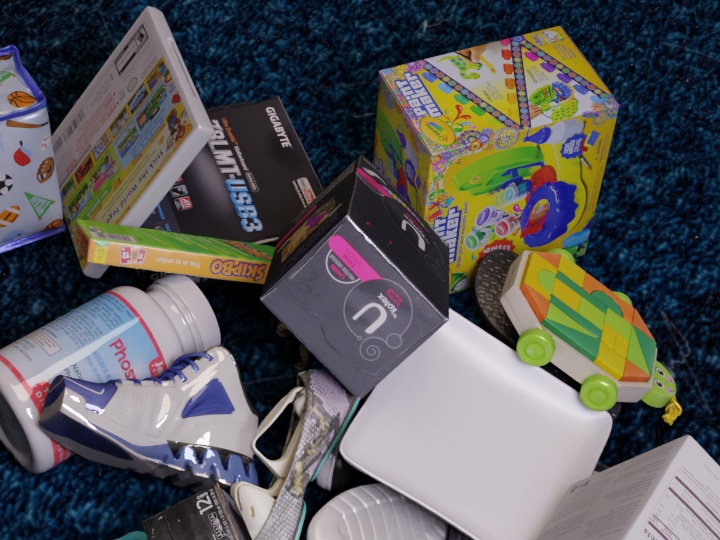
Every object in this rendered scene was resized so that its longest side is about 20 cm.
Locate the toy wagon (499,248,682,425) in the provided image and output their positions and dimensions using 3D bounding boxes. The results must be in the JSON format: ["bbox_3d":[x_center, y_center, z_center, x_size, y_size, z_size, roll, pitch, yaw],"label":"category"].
[{"bbox_3d":[0.214,0.062,1.435,0.199,0.040,0.155,35,33,-6],"label":"toy wagon"}]

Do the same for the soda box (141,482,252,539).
[{"bbox_3d":[-0.094,0.270,1.222,0.070,0.063,0.201,-27,67,1],"label":"soda box"}]

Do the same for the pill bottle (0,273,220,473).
[{"bbox_3d":[-0.224,0.082,1.396,0.199,0.109,0.109,-31,56,-27],"label":"pill bottle"}]

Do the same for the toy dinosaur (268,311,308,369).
[{"bbox_3d":[-0.031,0.034,1.503,0.100,0.058,0.201,12,53,-13],"label":"toy dinosaur"}]

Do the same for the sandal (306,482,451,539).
[{"bbox_3d":[0.041,0.213,1.339,0.202,0.050,0.083,-14,61,-34],"label":"sandal"}]

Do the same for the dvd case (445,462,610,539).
[{"bbox_3d":[0.141,0.228,1.328,0.148,0.016,0.201,18,48,-9],"label":"dvd case"}]

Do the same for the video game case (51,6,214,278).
[{"bbox_3d":[-0.227,-0.123,1.543,0.023,0.200,0.183,18,34,-41],"label":"video game case"}]

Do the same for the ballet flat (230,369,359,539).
[{"bbox_3d":[-0.067,0.171,1.311,0.072,0.072,0.201,20,78,14],"label":"ballet flat"}]

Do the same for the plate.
[{"bbox_3d":[0.097,0.142,1.341,0.199,0.032,0.200,32,46,0],"label":"plate"}]

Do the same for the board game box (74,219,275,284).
[{"bbox_3d":[-0.153,-0.015,1.450,0.198,0.030,0.096,5,10,-18],"label":"board game box"}]

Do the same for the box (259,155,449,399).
[{"bbox_3d":[0.000,0.000,1.360,0.122,0.106,0.200,45,15,-12],"label":"box"}]

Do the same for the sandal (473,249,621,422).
[{"bbox_3d":[0.163,0.071,1.482,0.075,0.048,0.201,-21,65,-23],"label":"sandal"}]

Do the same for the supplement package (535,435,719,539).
[{"bbox_3d":[0.206,0.260,1.201,0.151,0.152,0.200,45,53,-6],"label":"supplement package"}]

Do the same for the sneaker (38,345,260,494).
[{"bbox_3d":[-0.164,0.110,1.339,0.198,0.080,0.116,24,64,-26],"label":"sneaker"}]

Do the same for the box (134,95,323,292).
[{"bbox_3d":[-0.144,-0.078,1.591,0.197,0.050,0.201,-13,50,-14],"label":"box"}]

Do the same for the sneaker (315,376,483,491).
[{"bbox_3d":[0.048,0.125,1.400,0.111,0.073,0.200,22,50,14],"label":"sneaker"}]

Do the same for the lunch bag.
[{"bbox_3d":[-0.389,-0.091,1.503,0.199,0.171,0.124,-19,46,-21],"label":"lunch bag"}]

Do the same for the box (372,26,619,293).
[{"bbox_3d":[0.119,-0.099,1.523,0.191,0.201,0.122,-16,51,-17],"label":"box"}]

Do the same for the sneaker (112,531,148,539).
[{"bbox_3d":[-0.250,0.247,1.264,0.199,0.080,0.078,-14,50,-15],"label":"sneaker"}]
